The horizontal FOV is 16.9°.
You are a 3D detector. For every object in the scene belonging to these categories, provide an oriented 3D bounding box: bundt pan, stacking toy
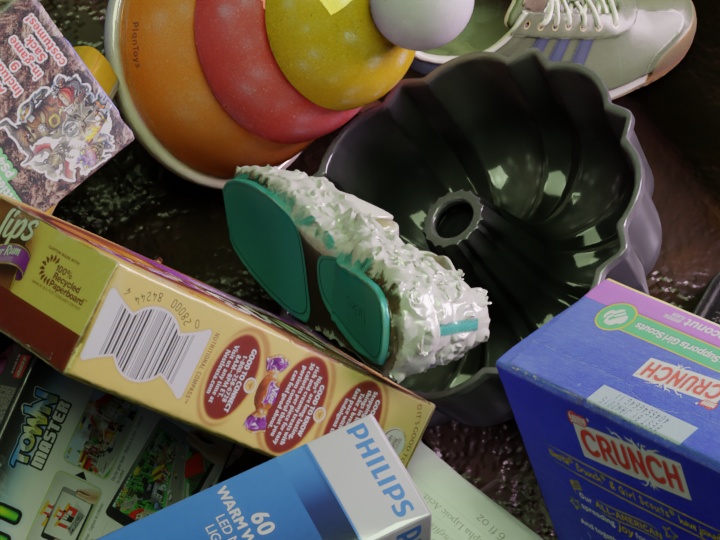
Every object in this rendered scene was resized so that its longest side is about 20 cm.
[{"bbox_3d":[0.062,-0.008,1.204,0.202,0.076,0.202,-17,53,24],"label":"bundt pan"},{"bbox_3d":[-0.019,-0.119,1.208,0.200,0.146,0.146,-4,46,48],"label":"stacking toy"}]

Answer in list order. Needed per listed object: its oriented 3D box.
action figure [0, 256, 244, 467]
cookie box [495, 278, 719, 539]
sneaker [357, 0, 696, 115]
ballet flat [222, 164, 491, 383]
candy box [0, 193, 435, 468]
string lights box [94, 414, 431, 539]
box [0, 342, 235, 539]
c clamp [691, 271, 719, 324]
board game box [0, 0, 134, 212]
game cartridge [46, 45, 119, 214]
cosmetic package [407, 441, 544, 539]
[{"bbox_3d":[-0.157,0.068,1.189,0.200,0.149,0.134,-46,114,-39],"label":"action figure"},{"bbox_3d":[0.164,0.121,1.065,0.075,0.200,0.171,-37,37,-23],"label":"cookie box"},{"bbox_3d":[0.092,-0.133,1.303,0.200,0.090,0.067,-13,61,-11],"label":"sneaker"},{"bbox_3d":[0.000,0.000,1.146,0.072,0.072,0.200,-24,30,-16],"label":"ballet flat"},{"bbox_3d":[-0.075,0.035,1.081,0.117,0.200,0.056,27,92,49],"label":"candy box"},{"bbox_3d":[-0.070,0.146,1.035,0.200,0.103,0.059,-24,59,-14],"label":"string lights box"},{"bbox_3d":[-0.146,0.144,1.096,0.110,0.035,0.200,29,79,-25],"label":"box"},{"bbox_3d":[0.233,0.067,1.198,0.171,0.027,0.200,19,36,8],"label":"c clamp"},{"bbox_3d":[-0.235,-0.060,1.134,0.200,0.097,0.159,-41,38,-9],"label":"board game box"},{"bbox_3d":[-0.228,-0.024,1.191,0.176,0.032,0.200,-6,43,32],"label":"game cartridge"},{"bbox_3d":[-0.005,0.188,1.117,0.113,0.081,0.200,37,64,19],"label":"cosmetic package"}]
